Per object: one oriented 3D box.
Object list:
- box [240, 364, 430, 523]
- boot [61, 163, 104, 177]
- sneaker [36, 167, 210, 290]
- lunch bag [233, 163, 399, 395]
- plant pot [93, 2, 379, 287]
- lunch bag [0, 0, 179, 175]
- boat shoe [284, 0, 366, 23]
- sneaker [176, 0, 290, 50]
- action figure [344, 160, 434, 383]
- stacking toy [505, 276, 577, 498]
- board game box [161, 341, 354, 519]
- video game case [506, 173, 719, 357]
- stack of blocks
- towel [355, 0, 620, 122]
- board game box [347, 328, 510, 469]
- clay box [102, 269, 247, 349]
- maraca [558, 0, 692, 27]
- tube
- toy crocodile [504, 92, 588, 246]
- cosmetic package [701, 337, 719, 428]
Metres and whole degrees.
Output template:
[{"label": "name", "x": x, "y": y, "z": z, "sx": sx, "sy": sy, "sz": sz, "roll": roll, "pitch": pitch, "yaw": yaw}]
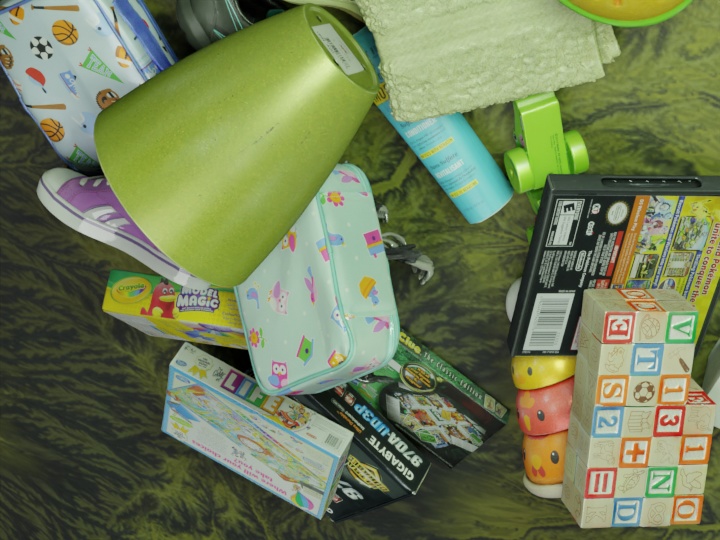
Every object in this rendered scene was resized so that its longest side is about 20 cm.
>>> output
[{"label": "box", "x": -0.044, "y": 0.172, "z": 1.797, "sx": 0.200, "sy": 0.046, "sz": 0.158, "roll": 44, "pitch": 143, "yaw": -14}, {"label": "boot", "x": -0.177, "y": -0.060, "z": 1.656, "sx": 0.165, "sy": 0.073, "sz": 0.200, "roll": -21, "pitch": 128, "yaw": 43}, {"label": "sneaker", "x": -0.202, "y": -0.076, "z": 1.577, "sx": 0.199, "sy": 0.073, "sz": 0.115, "roll": 25, "pitch": 110, "yaw": 16}, {"label": "lunch bag", "x": -0.049, "y": 0.005, "z": 1.534, "sx": 0.160, "sy": 0.076, "sz": 0.203, "roll": -27, "pitch": 71, "yaw": 46}, {"label": "plant pot", "x": -0.086, "y": -0.120, "z": 1.415, "sx": 0.199, "sy": 0.188, "sz": 0.187, "roll": -38, "pitch": 108, "yaw": 21}, {"label": "lunch bag", "x": -0.242, "y": -0.188, "z": 1.582, "sx": 0.159, "sy": 0.076, "sz": 0.201, "roll": -17, "pitch": 119, "yaw": 33}, {"label": "boat shoe", "x": -0.020, "y": -0.254, "z": 1.422, "sx": 0.199, "sy": 0.073, "sz": 0.064, "roll": 22, "pitch": 128, "yaw": 3}, {"label": "sneaker", "x": -0.078, "y": -0.180, "z": 1.509, "sx": 0.079, "sy": 0.076, "sz": 0.200, "roll": -26, "pitch": 114, "yaw": 37}, {"label": "action figure", "x": 0.000, "y": 0.000, "z": 1.608, "sx": 0.118, "sy": 0.101, "sz": 0.203, "roll": 9, "pitch": 96, "yaw": 55}, {"label": "stacking toy", "x": 0.186, "y": 0.099, "z": 1.609, "sx": 0.145, "sy": 0.146, "sz": 0.202, "roll": -19, "pitch": 100, "yaw": 36}, {"label": "board game box", "x": -0.110, "y": 0.167, "z": 1.774, "sx": 0.198, "sy": 0.034, "sz": 0.135, "roll": 28, "pitch": 144, "yaw": 8}, {"label": "video game case", "x": 0.232, "y": -0.001, "z": 1.495, "sx": 0.178, "sy": 0.026, "sz": 0.202, "roll": 0, "pitch": 133, "yaw": -9}, {"label": "stack of blocks", "x": 0.247, "y": 0.120, "z": 1.500, "sx": 0.114, "sy": 0.059, "sz": 0.203, "roll": 0, "pitch": 108, "yaw": -12}, {"label": "towel", "x": 0.103, "y": -0.204, "z": 1.388, "sx": 0.198, "sy": 0.037, "sz": 0.150, "roll": -15, "pitch": 118, "yaw": 7}, {"label": "board game box", "x": 0.046, "y": 0.115, "z": 1.739, "sx": 0.199, "sy": 0.024, "sz": 0.105, "roll": 38, "pitch": 136, "yaw": -9}, {"label": "clay box", "x": -0.140, "y": 0.044, "z": 1.684, "sx": 0.197, "sy": 0.048, "sz": 0.115, "roll": 6, "pitch": 167, "yaw": 20}, {"label": "maraca", "x": 0.175, "y": -0.269, "z": 1.284, "sx": 0.199, "sy": 0.107, "sz": 0.138, "roll": 33, "pitch": 98, "yaw": -2}, {"label": "tube", "x": 0.059, "y": -0.134, "z": 1.508, "sx": 0.077, "sy": 0.051, "sz": 0.201, "roll": -29, "pitch": 106, "yaw": 32}, {"label": "toy crocodile", "x": 0.167, "y": -0.069, "z": 1.500, "sx": 0.067, "sy": 0.062, "sz": 0.202, "roll": -23, "pitch": 122, "yaw": -7}, {"label": "cosmetic package", "x": 0.358, "y": 0.050, "z": 1.491, "sx": 0.050, "sy": 0.083, "sz": 0.201, "roll": 25, "pitch": 135, "yaw": 3}]
